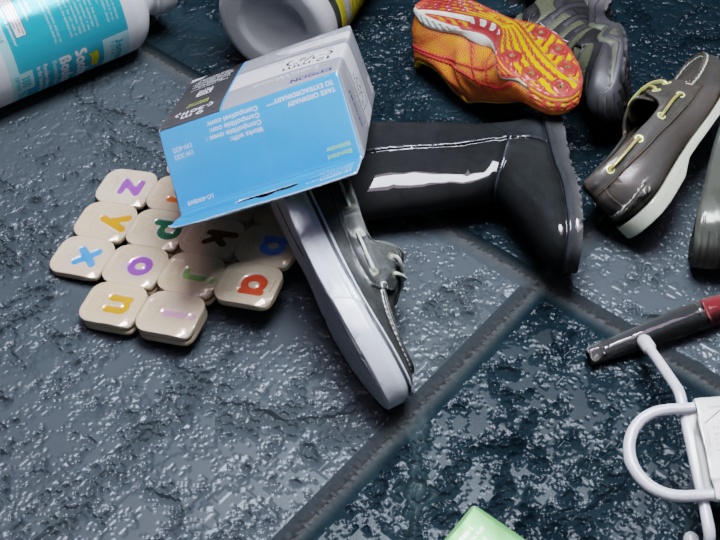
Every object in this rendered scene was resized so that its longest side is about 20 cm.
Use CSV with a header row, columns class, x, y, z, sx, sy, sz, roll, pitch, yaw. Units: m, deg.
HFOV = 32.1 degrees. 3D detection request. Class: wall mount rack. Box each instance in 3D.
class,x,y,z,sx,sy,sz,roll,pitch,yaw
wall mount rack,0.259,0.099,0.811,0.197,0.075,0.176,-4,58,0

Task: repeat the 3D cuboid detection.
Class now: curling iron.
class,x,y,z,sx,sy,sz,roll,pitch,yaw
curling iron,0.257,0.036,0.902,0.197,0.026,0.050,-12,46,-7

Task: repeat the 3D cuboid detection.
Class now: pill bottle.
class,x,y,z,sx,sy,sz,roll,pitch,yaw
pill bottle,-0.040,-0.280,1.143,0.111,0.113,0.201,15,51,16
pill bottle,-0.264,-0.230,1.111,0.198,0.112,0.111,-28,52,-20

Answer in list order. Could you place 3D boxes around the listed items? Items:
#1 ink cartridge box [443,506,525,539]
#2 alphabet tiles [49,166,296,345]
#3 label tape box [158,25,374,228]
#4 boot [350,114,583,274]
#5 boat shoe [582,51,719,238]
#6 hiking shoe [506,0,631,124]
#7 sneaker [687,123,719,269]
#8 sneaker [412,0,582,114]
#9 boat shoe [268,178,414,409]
class,x,y,z,sx,sy,sz,roll,pitch,yaw
ink cartridge box,0.100,0.250,0.681,0.199,0.085,0.146,30,56,27
alphabet tiles,-0.137,-0.026,0.981,0.193,0.015,0.201,8,48,19
label tape box,-0.069,-0.109,0.929,0.142,0.067,0.200,-17,20,11
boot,0.064,-0.057,0.968,0.197,0.066,0.166,-1,40,-1
boat shoe,0.239,-0.116,0.999,0.060,0.072,0.202,39,56,-6
hiking shoe,0.177,-0.187,1.085,0.099,0.076,0.201,-9,39,6
sneaker,0.325,-0.075,0.969,0.113,0.077,0.201,13,53,12
sneaker,0.117,-0.171,1.056,0.072,0.078,0.200,-22,38,-24
boat shoe,0.000,0.000,0.896,0.070,0.072,0.202,-22,67,-11
